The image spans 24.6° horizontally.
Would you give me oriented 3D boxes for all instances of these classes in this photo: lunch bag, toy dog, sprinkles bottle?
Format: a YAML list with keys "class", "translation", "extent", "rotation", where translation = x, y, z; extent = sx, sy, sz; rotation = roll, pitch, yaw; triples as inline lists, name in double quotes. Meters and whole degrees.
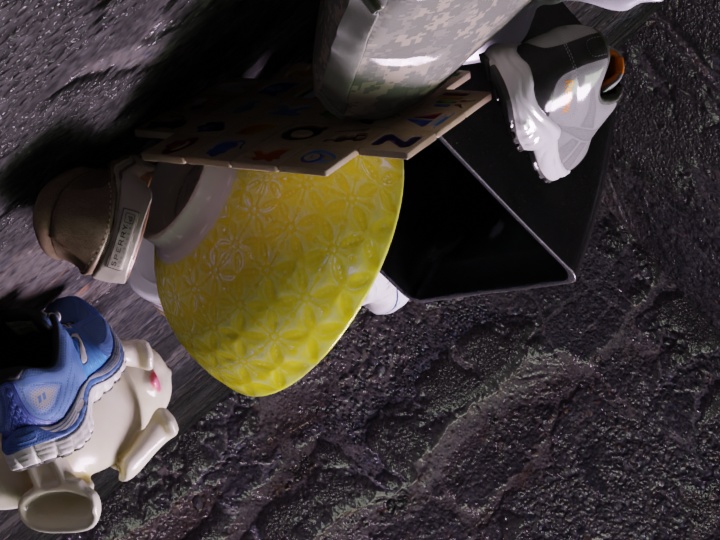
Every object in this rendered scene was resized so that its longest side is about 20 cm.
- class: "lunch bag"
  translation: [0.048, -0.187, 0.911]
  extent: [0.200, 0.117, 0.164]
  rotation: [-45, 175, -22]
- class: "toy dog"
  translation: [-0.236, 0.127, 1.381]
  extent: [0.193, 0.141, 0.200]
  rotation: [-29, -176, 35]
- class: "sprinkles bottle"
  translation: [-0.149, -0.001, 1.322]
  extent: [0.068, 0.068, 0.200]
  rotation: [-41, 176, -5]

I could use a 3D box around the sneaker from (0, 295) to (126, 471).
- class: "sneaker"
  translation: [-0.218, 0.057, 1.162]
  extent: [0.078, 0.090, 0.200]
  rotation: [-17, -160, 4]

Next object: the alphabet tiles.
- class: "alphabet tiles"
  translation: [-0.030, -0.093, 0.991]
  extent: [0.198, 0.006, 0.166]
  rotation: [7, -151, 32]

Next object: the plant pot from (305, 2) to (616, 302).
- class: "plant pot"
  translation: [0.072, -0.113, 1.196]
  extent: [0.199, 0.200, 0.178]
  rotation: [-9, -137, 56]

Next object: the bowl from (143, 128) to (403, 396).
- class: "bowl"
  translation: [-0.075, -0.032, 1.042]
  extent: [0.200, 0.107, 0.202]
  rotation: [-39, -143, 37]

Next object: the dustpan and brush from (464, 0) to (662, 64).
- class: "dustpan and brush"
  translation: [0.090, -0.172, 1.035]
  extent: [0.140, 0.198, 0.058]
  rotation: [-64, 163, -47]

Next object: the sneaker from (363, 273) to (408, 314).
- class: "sneaker"
  translation: [0.000, 0.000, 1.423]
  extent: [0.070, 0.073, 0.200]
  rotation: [-31, 165, -10]

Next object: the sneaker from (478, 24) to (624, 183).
- class: "sneaker"
  translation: [0.131, -0.106, 1.034]
  extent: [0.079, 0.075, 0.200]
  rotation: [-23, 173, 10]

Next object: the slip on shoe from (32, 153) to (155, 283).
- class: "slip on shoe"
  translation: [-0.160, -0.033, 0.979]
  extent: [0.200, 0.060, 0.077]
  rotation: [-126, -127, -78]
